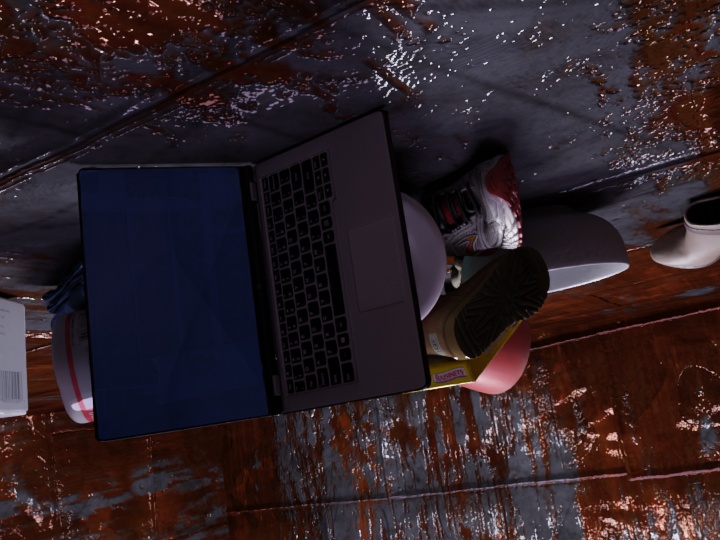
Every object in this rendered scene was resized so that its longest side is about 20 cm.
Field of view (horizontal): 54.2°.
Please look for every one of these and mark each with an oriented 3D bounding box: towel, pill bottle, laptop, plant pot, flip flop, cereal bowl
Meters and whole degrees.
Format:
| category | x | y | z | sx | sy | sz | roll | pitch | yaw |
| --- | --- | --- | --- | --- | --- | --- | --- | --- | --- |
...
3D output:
| category | x | y | z | sx | sy | sz | roll | pitch | yaw |
| --- | --- | --- | --- | --- | --- | --- | --- | --- | --- |
| towel | -0.269 | 0.020 | 0.762 | 0.110 | 0.050 | 0.199 | -6 | 167 | -36 |
| pill bottle | -0.199 | 0.079 | 0.717 | 0.196 | 0.111 | 0.109 | -12 | 169 | -11 |
| laptop | -0.076 | 0.002 | 0.471 | 0.197 | 0.191 | 0.115 | -16 | 167 | 32 |
| plant pot | 0.184 | 0.123 | 1.307 | 0.174 | 0.205 | 0.199 | 9 | 161 | -31 |
| pill bottle | 0.010 | -0.007 | 0.647 | 0.117 | 0.122 | 0.200 | -9 | -179 | 0 |
| flip flop | 0.174 | 0.011 | 1.044 | 0.079 | 0.059 | 0.200 | -8 | 169 | -3 |
| cereal bowl | 0.214 | -0.024 | 0.845 | 0.196 | 0.085 | 0.200 | -8 | 168 | -2 |

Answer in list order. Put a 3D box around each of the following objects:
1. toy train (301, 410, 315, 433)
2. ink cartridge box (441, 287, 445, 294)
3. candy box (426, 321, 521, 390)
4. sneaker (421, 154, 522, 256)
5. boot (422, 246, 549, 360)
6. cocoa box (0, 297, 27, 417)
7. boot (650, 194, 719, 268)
| category | x | y | z | sx | sy | sz | roll | pitch | yaw |
| --- | --- | --- | --- | --- | --- | --- | --- | --- | --- |
| toy train | -0.112 | 0.151 | 1.117 | 0.083 | 0.204 | 0.116 | -21 | -176 | 0 |
| ink cartridge box | 0.039 | 0.088 | 1.111 | 0.196 | 0.139 | 0.076 | -14 | 166 | 23 |
| candy box | 0.113 | 0.071 | 0.756 | 0.101 | 0.027 | 0.199 | -20 | -171 | 36 |
| sneaker | 0.098 | -0.047 | 0.658 | 0.080 | 0.080 | 0.200 | -7 | 168 | -5 |
| boot | 0.076 | 0.039 | 0.741 | 0.174 | 0.067 | 0.198 | -29 | -170 | -37 |
| cocoa box | -0.464 | 0.092 | 0.738 | 0.128 | 0.136 | 0.200 | -9 | 168 | 4 |
| boot | 0.468 | -0.059 | 0.953 | 0.198 | 0.072 | 0.145 | -20 | 158 | 39 |
